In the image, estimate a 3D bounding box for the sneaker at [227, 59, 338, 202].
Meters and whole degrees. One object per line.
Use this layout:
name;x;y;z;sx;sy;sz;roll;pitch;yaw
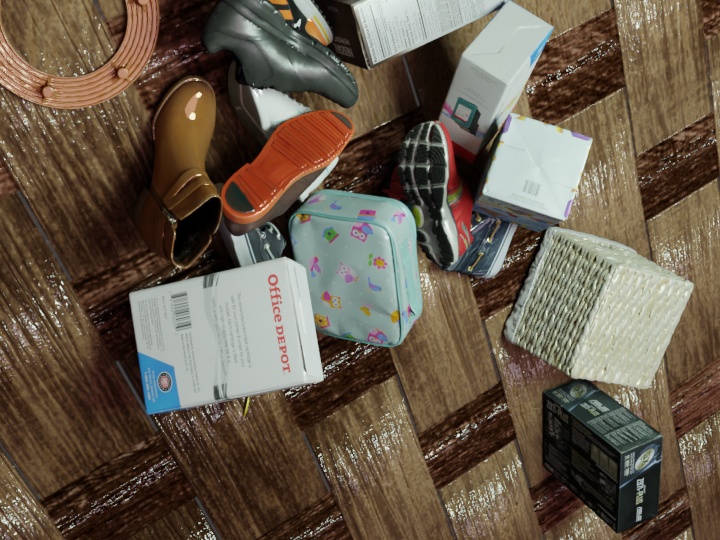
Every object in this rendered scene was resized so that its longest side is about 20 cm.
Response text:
sneaker;-0.093;-0.180;1.056;0.080;0.070;0.201;-40;132;-14

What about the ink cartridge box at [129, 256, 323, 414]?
ink cartridge box;-0.155;0.079;1.029;0.199;0.084;0.146;-12;80;11

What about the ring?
ring;-0.309;-0.269;0.923;0.200;0.019;0.201;-11;116;-24

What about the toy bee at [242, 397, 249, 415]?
toy bee;-0.154;0.133;1.127;0.199;0.109;0.131;-16;122;-22

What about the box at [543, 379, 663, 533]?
box;0.393;0.299;1.443;0.086;0.200;0.164;-17;117;-20

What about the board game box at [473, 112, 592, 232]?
board game box;0.209;-0.118;1.107;0.105;0.200;0.103;18;90;3

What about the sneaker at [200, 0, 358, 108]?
sneaker;-0.089;-0.230;0.961;0.200;0.076;0.091;31;100;-31

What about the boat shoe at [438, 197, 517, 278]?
boat shoe;0.176;-0.083;1.236;0.091;0.071;0.201;5;109;-32

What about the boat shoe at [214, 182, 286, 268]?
boat shoe;-0.128;-0.031;1.093;0.068;0.072;0.200;-29;124;-13

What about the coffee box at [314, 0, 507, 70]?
coffee box;0.058;-0.321;1.045;0.200;0.113;0.080;-28;121;-15

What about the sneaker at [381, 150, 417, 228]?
sneaker;0.072;-0.060;1.186;0.095;0.079;0.201;11;105;-34

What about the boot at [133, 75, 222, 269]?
boot;-0.193;-0.109;0.972;0.077;0.155;0.200;22;99;-33

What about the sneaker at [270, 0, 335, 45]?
sneaker;-0.116;-0.302;0.983;0.090;0.070;0.200;-50;127;-5

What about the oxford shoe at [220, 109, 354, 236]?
oxford shoe;-0.086;-0.115;1.017;0.200;0.071;0.073;-41;167;-25

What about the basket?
basket;0.366;0.062;1.352;0.198;0.161;0.201;11;107;-33

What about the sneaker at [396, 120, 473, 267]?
sneaker;0.104;-0.105;1.124;0.085;0.077;0.201;-38;131;-38

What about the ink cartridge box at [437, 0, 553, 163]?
ink cartridge box;0.155;-0.218;1.087;0.116;0.067;0.200;-52;170;-27

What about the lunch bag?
lunch bag;0.000;0.000;1.117;0.077;0.160;0.200;-56;146;-48
